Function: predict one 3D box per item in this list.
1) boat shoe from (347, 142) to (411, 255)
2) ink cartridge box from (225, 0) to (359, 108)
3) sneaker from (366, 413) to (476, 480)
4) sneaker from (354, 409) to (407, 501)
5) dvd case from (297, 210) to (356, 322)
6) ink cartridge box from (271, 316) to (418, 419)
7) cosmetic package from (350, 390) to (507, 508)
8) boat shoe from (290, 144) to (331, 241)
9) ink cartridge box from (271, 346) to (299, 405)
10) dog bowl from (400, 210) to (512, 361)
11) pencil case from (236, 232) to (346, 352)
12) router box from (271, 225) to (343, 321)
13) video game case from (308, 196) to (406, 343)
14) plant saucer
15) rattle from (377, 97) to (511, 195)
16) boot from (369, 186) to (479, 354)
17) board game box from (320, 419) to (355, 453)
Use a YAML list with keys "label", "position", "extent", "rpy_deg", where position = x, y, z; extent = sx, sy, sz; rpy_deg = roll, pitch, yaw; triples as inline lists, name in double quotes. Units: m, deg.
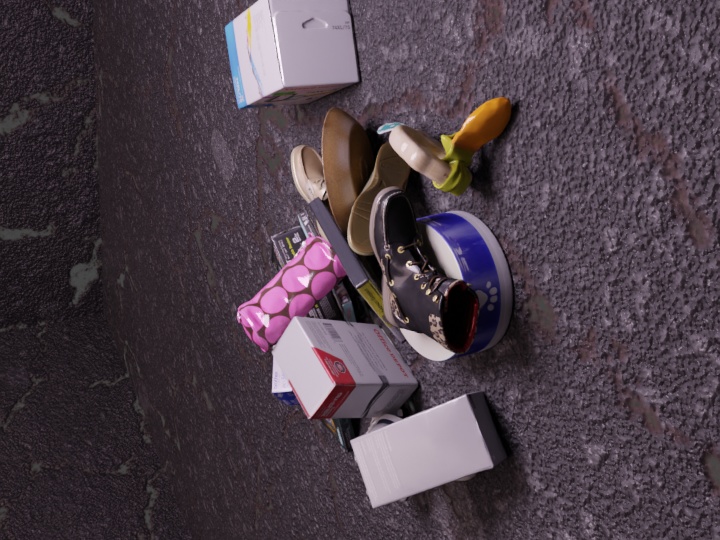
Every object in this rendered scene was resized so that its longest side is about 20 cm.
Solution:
- label: "boat shoe"
  position: [0.027, -0.097, 1.101]
  extent: [0.063, 0.072, 0.202]
  rpy_deg: [112, 175, -57]
- label: "ink cartridge box"
  position: [-0.117, -0.365, 1.256]
  extent: [0.199, 0.145, 0.148]
  rpy_deg: [2, 102, 61]
- label: "sneaker"
  position: [0.087, 0.292, 1.165]
  extent: [0.198, 0.080, 0.077]
  rpy_deg: [8, 120, 39]
- label: "sneaker"
  position: [0.029, 0.290, 1.274]
  extent: [0.075, 0.086, 0.202]
  rpy_deg: [116, 152, -49]
- label: "dvd case"
  position: [-0.057, 0.007, 1.363]
  extent: [0.201, 0.022, 0.146]
  rpy_deg: [62, 172, 25]
- label: "ink cartridge box"
  position: [-0.023, 0.159, 1.218]
  extent: [0.084, 0.199, 0.145]
  rpy_deg: [-54, 51, 24]
- label: "cosmetic package"
  position: [0.097, 0.256, 1.076]
  extent: [0.198, 0.090, 0.108]
  rpy_deg: [-24, 76, 20]
- label: "boat shoe"
  position: [-0.061, -0.136, 1.327]
  extent: [0.065, 0.072, 0.202]
  rpy_deg: [-30, 80, 55]
- label: "ink cartridge box"
  position: [-0.141, 0.157, 1.494]
  extent: [0.094, 0.044, 0.202]
  rpy_deg: [65, -159, -62]
- label: "dog bowl"
  position: [0.119, 0.022, 1.051]
  extent: [0.200, 0.078, 0.203]
  rpy_deg: [31, 126, 53]
- label: "pencil case"
  position: [-0.115, 0.034, 1.228]
  extent: [0.094, 0.200, 0.091]
  rpy_deg: [44, 166, 1]
- label: "router box"
  position: [-0.104, 0.034, 1.413]
  extent: [0.150, 0.062, 0.202]
  rpy_deg: [113, 132, -74]
- label: "video game case"
  position: [0.000, 0.000, 1.185]
  extent: [0.181, 0.025, 0.201]
  rpy_deg: [51, -174, -49]
- label: "plant saucer"
  position: [-0.010, -0.153, 1.161]
  extent: [0.035, 0.200, 0.203]
  rpy_deg: [-6, 98, 17]
- label: "rattle"
  position: [0.104, -0.199, 1.006]
  extent: [0.201, 0.129, 0.144]
  rpy_deg: [-100, 24, -61]
- label: "boot"
  position: [0.080, 0.002, 0.954]
  extent: [0.150, 0.072, 0.203]
  rpy_deg: [29, 129, 55]
- label: "board game box"
  position: [-0.065, 0.248, 1.459]
  extent: [0.135, 0.028, 0.202]
  rpy_deg: [42, 153, 43]
